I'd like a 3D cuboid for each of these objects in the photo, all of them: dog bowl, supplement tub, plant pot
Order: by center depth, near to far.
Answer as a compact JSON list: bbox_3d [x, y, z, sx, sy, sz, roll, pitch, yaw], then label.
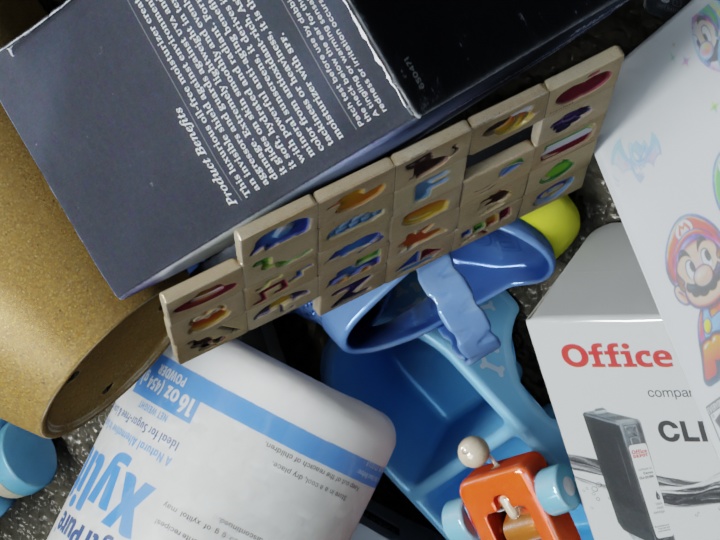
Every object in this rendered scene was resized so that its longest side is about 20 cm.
[{"bbox_3d":[-0.172,-0.029,1.077,0.200,0.186,0.187,44,135,14],"label":"plant pot"},{"bbox_3d":[-0.079,0.133,1.158,0.131,0.201,0.132,27,176,2],"label":"supplement tub"},{"bbox_3d":[0.061,0.082,1.218,0.200,0.050,0.111,47,134,-6],"label":"dog bowl"}]

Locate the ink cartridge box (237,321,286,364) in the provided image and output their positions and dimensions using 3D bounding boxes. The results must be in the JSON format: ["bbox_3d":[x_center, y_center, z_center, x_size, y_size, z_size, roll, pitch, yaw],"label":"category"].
[{"bbox_3d":[-0.136,-0.016,1.292,0.199,0.050,0.163,16,132,46],"label":"ink cartridge box"}]

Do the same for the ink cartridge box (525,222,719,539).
[{"bbox_3d":[0.176,0.082,1.119,0.143,0.084,0.201,-2,119,33],"label":"ink cartridge box"}]

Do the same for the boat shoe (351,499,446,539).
[{"bbox_3d":[-0.033,0.153,1.279,0.199,0.071,0.091,30,102,-2],"label":"boat shoe"}]

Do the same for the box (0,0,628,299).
[{"bbox_3d":[-0.011,-0.105,1.011,0.198,0.200,0.124,-28,93,45],"label":"box"}]

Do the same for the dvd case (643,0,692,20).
[{"bbox_3d":[0.196,-0.167,0.967,0.149,0.025,0.201,22,131,19],"label":"dvd case"}]

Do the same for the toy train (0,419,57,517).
[{"bbox_3d":[-0.268,0.069,1.405,0.115,0.085,0.201,-30,101,31],"label":"toy train"}]

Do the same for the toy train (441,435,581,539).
[{"bbox_3d":[0.048,0.160,1.203,0.199,0.056,0.151,-27,96,35],"label":"toy train"}]

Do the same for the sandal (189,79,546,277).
[{"bbox_3d":[0.006,-0.022,1.079,0.199,0.076,0.043,-25,96,20],"label":"sandal"}]

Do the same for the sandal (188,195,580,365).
[{"bbox_3d":[0.000,0.000,1.149,0.199,0.088,0.080,-3,144,28],"label":"sandal"}]

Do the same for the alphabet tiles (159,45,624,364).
[{"bbox_3d":[0.011,-0.019,1.006,0.008,0.199,0.167,62,172,14],"label":"alphabet tiles"}]

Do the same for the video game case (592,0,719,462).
[{"bbox_3d":[0.181,-0.039,0.974,0.200,0.024,0.183,-41,63,45],"label":"video game case"}]
